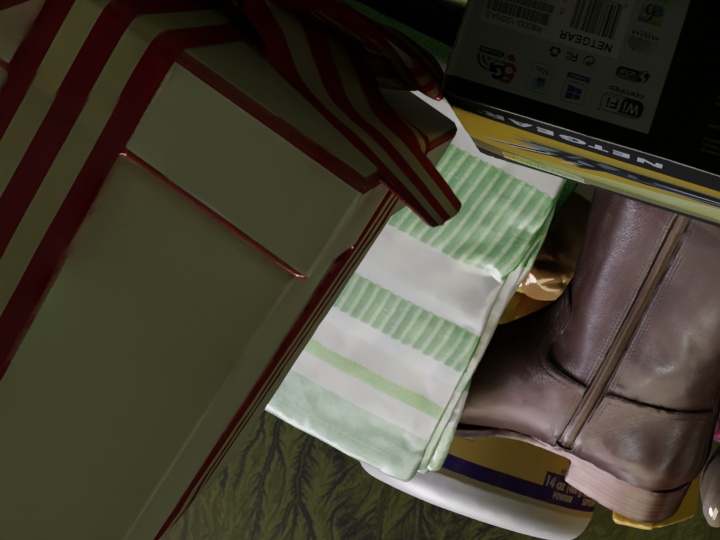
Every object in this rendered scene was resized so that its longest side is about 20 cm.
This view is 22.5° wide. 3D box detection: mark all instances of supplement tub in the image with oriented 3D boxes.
[{"bbox_3d":[0.093,0.043,1.062,0.145,0.201,0.145,19,180,0],"label":"supplement tub"}]

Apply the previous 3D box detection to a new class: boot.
[{"bbox_3d":[0.086,-0.007,0.752,0.186,0.200,0.064,24,-138,10],"label":"boot"}]

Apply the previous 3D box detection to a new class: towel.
[{"bbox_3d":[-0.005,-0.013,0.746,0.152,0.200,0.023,28,-142,7],"label":"towel"}]

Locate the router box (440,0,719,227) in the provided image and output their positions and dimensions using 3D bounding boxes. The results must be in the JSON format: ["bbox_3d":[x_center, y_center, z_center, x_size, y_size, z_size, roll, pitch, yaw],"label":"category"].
[{"bbox_3d":[0.132,-0.041,0.579,0.199,0.052,0.157,18,180,9],"label":"router box"}]

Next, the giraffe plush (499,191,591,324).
[{"bbox_3d":[0.000,0.000,0.905,0.162,0.173,0.200,-24,-132,-27],"label":"giraffe plush"}]

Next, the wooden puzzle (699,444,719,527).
[{"bbox_3d":[0.221,0.038,0.724,0.037,0.200,0.185,63,-173,8],"label":"wooden puzzle"}]

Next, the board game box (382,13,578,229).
[{"bbox_3d":[-0.003,-0.063,0.775,0.200,0.105,0.023,19,-141,-12],"label":"board game box"}]

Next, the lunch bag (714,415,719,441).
[{"bbox_3d":[0.313,0.063,1.075,0.170,0.122,0.200,14,-171,28],"label":"lunch bag"}]

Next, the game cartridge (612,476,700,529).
[{"bbox_3d":[0.187,0.060,1.064,0.032,0.177,0.200,10,177,19],"label":"game cartridge"}]

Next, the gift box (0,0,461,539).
[{"bbox_3d":[-0.078,-0.022,0.577,0.184,0.187,0.200,33,-166,0],"label":"gift box"}]
